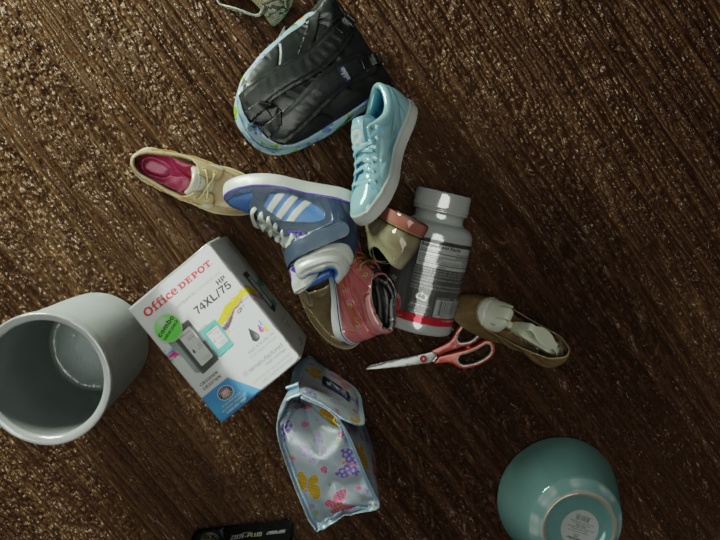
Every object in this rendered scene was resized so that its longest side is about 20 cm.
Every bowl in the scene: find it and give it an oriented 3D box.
[{"bbox_3d":[0.319,0.371,1.051,0.198,0.105,0.204,0,96,-1],"label":"bowl"}]

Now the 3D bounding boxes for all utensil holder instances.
[{"bbox_3d":[-0.399,0.125,0.950,0.167,0.200,0.173,0,97,-2],"label":"utensil holder"}]

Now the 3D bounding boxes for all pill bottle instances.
[{"bbox_3d":[0.100,-0.014,0.992,0.109,0.111,0.203,12,96,-3],"label":"pill bottle"}]

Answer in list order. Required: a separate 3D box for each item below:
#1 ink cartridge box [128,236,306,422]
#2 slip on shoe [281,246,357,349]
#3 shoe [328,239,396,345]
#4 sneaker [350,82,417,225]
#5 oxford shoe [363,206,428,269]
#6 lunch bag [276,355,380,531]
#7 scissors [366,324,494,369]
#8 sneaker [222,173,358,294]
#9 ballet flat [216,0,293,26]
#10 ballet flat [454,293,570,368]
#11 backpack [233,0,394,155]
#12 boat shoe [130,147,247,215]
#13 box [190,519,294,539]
[{"bbox_3d":[-0.196,0.076,0.976,0.146,0.146,0.201,-39,96,3],"label":"ink cartridge box"},{"bbox_3d":[-0.057,0.030,1.018,0.075,0.061,0.202,-23,97,1],"label":"slip on shoe"},{"bbox_3d":[0.000,0.000,0.975,0.090,0.071,0.203,-18,73,41],"label":"shoe"},{"bbox_3d":[0.011,-0.159,0.905,0.082,0.074,0.202,31,62,-30],"label":"sneaker"},{"bbox_3d":[0.024,-0.052,0.941,0.070,0.200,0.076,21,95,-18],"label":"oxford shoe"},{"bbox_3d":[-0.048,0.236,0.989,0.126,0.170,0.202,-22,97,3],"label":"lunch bag"},{"bbox_3d":[0.111,0.141,1.060,0.198,0.014,0.074,-25,99,0],"label":"scissors"},{"bbox_3d":[-0.102,-0.045,0.930,0.197,0.081,0.148,7,71,3],"label":"sneaker"},{"bbox_3d":[-0.190,-0.414,0.962,0.199,0.068,0.076,33,111,-7],"label":"ballet flat"},{"bbox_3d":[0.230,0.086,1.024,0.198,0.072,0.068,30,71,-4],"label":"ballet flat"},{"bbox_3d":[-0.082,-0.248,0.949,0.164,0.153,0.200,49,65,-13],"label":"backpack"},{"bbox_3d":[-0.239,-0.126,0.988,0.197,0.069,0.075,15,96,-5],"label":"boat shoe"},{"bbox_3d":[-0.176,0.508,1.061,0.161,0.086,0.203,-6,98,-1],"label":"box"}]
